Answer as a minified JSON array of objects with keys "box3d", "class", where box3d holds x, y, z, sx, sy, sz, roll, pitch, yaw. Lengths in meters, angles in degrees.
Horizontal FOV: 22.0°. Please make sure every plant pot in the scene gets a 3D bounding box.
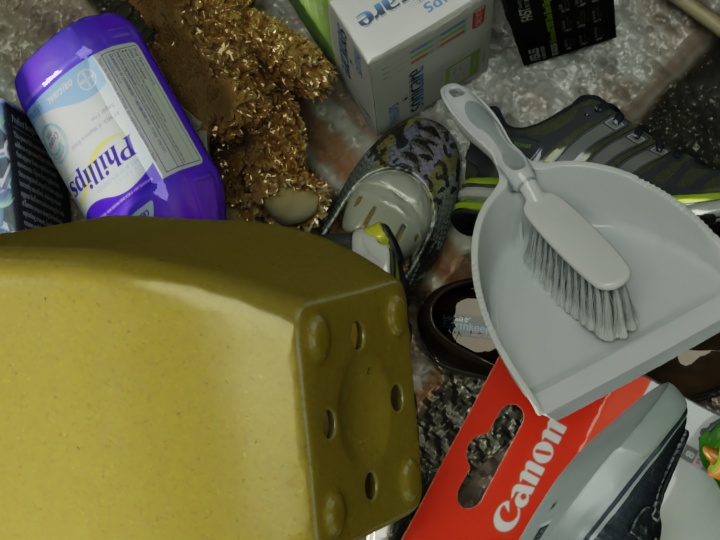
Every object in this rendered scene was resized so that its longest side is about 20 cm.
[{"box3d":[-0.082,0.071,0.914,0.199,0.195,0.195,-3,95,26],"class":"plant pot"}]

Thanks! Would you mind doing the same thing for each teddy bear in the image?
[{"box3d":[-0.078,-0.109,1.097,0.145,0.067,0.201,-36,81,38],"class":"teddy bear"}]

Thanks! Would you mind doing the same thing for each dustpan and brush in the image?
[{"box3d":[0.100,-0.028,0.999,0.139,0.057,0.200,-27,49,-15],"class":"dustpan and brush"}]

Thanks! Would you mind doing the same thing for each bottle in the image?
[{"box3d":[-0.122,-0.046,1.065,0.083,0.065,0.201,-34,83,38],"class":"bottle"}]

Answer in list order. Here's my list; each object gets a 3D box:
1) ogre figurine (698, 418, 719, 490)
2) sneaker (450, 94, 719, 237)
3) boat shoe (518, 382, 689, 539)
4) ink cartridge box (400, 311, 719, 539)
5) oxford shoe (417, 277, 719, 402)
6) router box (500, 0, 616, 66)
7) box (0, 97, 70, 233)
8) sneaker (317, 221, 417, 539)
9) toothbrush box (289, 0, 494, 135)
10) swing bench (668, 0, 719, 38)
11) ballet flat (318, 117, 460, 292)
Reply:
[{"box3d":[0.235,0.109,0.927,0.098,0.200,0.120,-37,83,-7],"class":"ogre figurine"},{"box3d":[0.152,-0.060,1.064,0.199,0.074,0.081,1,80,7],"class":"sneaker"},{"box3d":[0.128,0.155,0.942,0.091,0.071,0.200,41,65,-3],"class":"boat shoe"},{"box3d":[0.140,0.140,1.008,0.200,0.057,0.163,29,87,-23],"class":"ink cartridge box"},{"box3d":[0.129,0.040,1.048,0.199,0.084,0.073,2,81,7],"class":"oxford shoe"},{"box3d":[0.090,-0.212,1.024,0.062,0.200,0.151,-16,80,6],"class":"router box"},{"box3d":[-0.251,0.015,1.093,0.148,0.107,0.201,-10,81,7],"class":"box"},{"box3d":[-0.014,0.075,1.021,0.084,0.074,0.201,-1,88,11],"class":"sneaker"},{"box3d":[-0.011,-0.196,1.062,0.086,0.146,0.200,-30,79,-4],"class":"toothbrush box"},{"box3d":[0.279,-0.206,1.038,0.199,0.130,0.200,39,84,11],"class":"swing bench"},{"box3d":[0.000,0.000,1.078,0.072,0.072,0.201,31,88,11],"class":"ballet flat"}]
